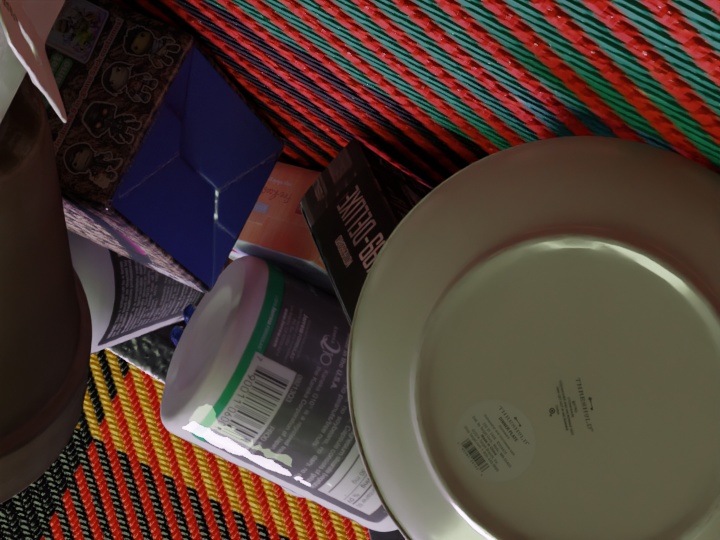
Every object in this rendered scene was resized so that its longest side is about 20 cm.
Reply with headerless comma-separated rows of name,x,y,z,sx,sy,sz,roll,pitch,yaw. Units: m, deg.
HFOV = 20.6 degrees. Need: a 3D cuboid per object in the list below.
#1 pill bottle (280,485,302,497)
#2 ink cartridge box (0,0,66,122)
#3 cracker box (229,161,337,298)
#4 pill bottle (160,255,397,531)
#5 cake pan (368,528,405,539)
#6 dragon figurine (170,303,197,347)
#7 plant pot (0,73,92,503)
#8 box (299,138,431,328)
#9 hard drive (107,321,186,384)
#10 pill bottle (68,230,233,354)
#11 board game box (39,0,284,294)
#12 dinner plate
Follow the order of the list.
pill bottle,0.039,0.105,1.338,0.199,0.115,0.114,-4,154,34
ink cartridge box,-0.199,-0.135,0.775,0.199,0.126,0.129,25,172,6
cracker box,0.000,0.000,1.212,0.134,0.058,0.200,17,168,46
pill bottle,-0.007,0.083,1.155,0.199,0.114,0.113,28,172,-17
cake pan,0.085,0.153,1.380,0.200,0.201,0.037,20,168,41
dragon figurine,-0.041,0.095,1.254,0.201,0.099,0.059,59,167,-6
plant pot,-0.211,-0.014,0.902,0.199,0.200,0.174,26,133,8
box,0.072,0.032,0.992,0.200,0.050,0.158,32,-162,-29
hard drive,-0.165,-0.010,1.391,0.139,0.033,0.200,34,-157,-20
pill bottle,-0.170,-0.008,1.218,0.116,0.117,0.200,23,-156,28
board game box,-0.165,-0.088,1.060,0.199,0.097,0.159,24,171,21
dinner plate,0.086,0.049,0.768,0.199,0.201,0.024,25,-163,14
